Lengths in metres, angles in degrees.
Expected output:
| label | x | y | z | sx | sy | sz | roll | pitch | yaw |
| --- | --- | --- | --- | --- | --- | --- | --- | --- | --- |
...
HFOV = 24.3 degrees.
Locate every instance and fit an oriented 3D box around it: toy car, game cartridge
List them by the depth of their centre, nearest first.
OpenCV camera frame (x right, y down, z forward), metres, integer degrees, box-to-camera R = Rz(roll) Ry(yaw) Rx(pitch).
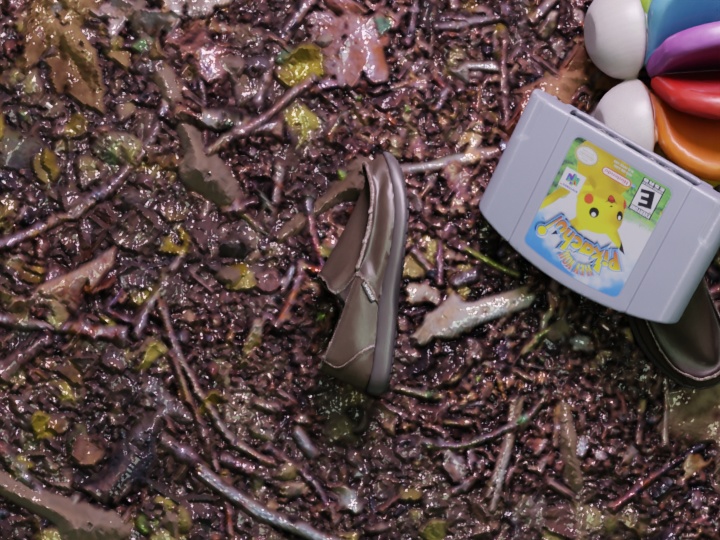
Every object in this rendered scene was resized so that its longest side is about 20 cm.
| label | x | y | z | sx | sy | sz | roll | pitch | yaw |
| --- | --- | --- | --- | --- | --- | --- | --- | --- | --- |
| game cartridge | 0.202 | -0.047 | 1.403 | 0.199 | 0.040 | 0.134 | 31 | 116 | 16 |
| toy car | 0.289 | -0.169 | 1.411 | 0.173 | 0.150 | 0.203 | -5 | 89 | -8 |

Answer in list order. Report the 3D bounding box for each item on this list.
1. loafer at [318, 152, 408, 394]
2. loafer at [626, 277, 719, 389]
| label | x | y | z | sx | sy | sz | roll | pitch | yaw |
| --- | --- | --- | --- | --- | --- | --- | --- | --- | --- |
| loafer | 0.000 | 0.000 | 1.398 | 0.070 | 0.073 | 0.203 | 6 | 84 | -1 |
| loafer | 0.260 | 0.013 | 1.441 | 0.073 | 0.071 | 0.201 | -30 | 93 | -8 |
